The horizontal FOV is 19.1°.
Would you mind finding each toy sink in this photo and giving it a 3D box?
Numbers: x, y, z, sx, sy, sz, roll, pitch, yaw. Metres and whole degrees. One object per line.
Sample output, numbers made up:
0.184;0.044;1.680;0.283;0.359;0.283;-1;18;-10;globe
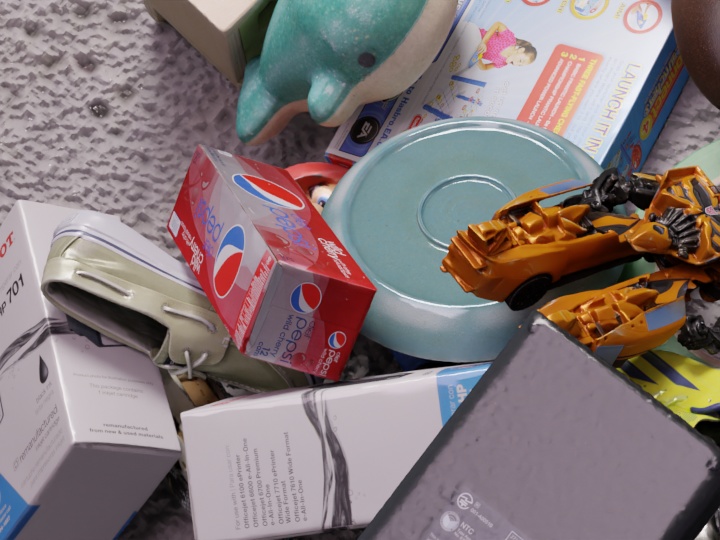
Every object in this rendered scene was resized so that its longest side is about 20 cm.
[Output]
-0.081;-0.219;1.549;0.112;0.200;0.130;43;82;6;toy sink

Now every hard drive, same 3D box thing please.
0.083;0.139;1.105;0.139;0.033;0.201;37;89;26;hard drive

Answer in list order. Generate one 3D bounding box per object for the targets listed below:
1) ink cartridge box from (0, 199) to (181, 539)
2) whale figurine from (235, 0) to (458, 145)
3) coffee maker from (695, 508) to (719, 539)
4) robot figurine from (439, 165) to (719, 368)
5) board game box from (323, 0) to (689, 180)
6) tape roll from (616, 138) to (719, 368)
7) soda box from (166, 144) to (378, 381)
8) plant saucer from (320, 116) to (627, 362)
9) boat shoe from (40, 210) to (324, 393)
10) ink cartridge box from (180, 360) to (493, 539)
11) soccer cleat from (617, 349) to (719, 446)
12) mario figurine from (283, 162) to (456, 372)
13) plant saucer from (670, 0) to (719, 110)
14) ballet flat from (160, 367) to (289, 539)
-0.203;0.078;1.420;0.147;0.085;0.201;-51;45;37;ink cartridge box
-0.026;-0.165;1.449;0.199;0.104;0.160;-30;36;37;whale figurine
0.129;0.224;1.199;0.198;0.135;0.194;-12;58;17;coffee maker
0.154;-0.003;1.250;0.199;0.058;0.145;-18;57;-32;robot figurine
0.107;-0.121;1.458;0.195;0.056;0.201;20;71;31;board game box
0.259;0.007;1.322;0.199;0.048;0.202;-11;58;17;tape roll
-0.058;-0.008;1.317;0.064;0.069;0.200;-66;25;16;soda box
0.068;-0.029;1.334;0.198;0.028;0.201;-4;49;4;plant saucer
-0.116;0.037;1.372;0.199;0.072;0.062;29;53;-9;boat shoe
0.006;0.106;1.282;0.198;0.145;0.085;-9;89;9;ink cartridge box
0.183;0.085;1.239;0.199;0.083;0.065;3;102;36;soccer cleat
0.000;0.000;1.400;0.123;0.106;0.200;-31;56;-23;mario figurine
0.284;-0.181;1.331;0.200;0.200;0.032;-43;30;-5;plant saucer
-0.111;0.103;1.414;0.072;0.072;0.201;-36;54;0;ballet flat
